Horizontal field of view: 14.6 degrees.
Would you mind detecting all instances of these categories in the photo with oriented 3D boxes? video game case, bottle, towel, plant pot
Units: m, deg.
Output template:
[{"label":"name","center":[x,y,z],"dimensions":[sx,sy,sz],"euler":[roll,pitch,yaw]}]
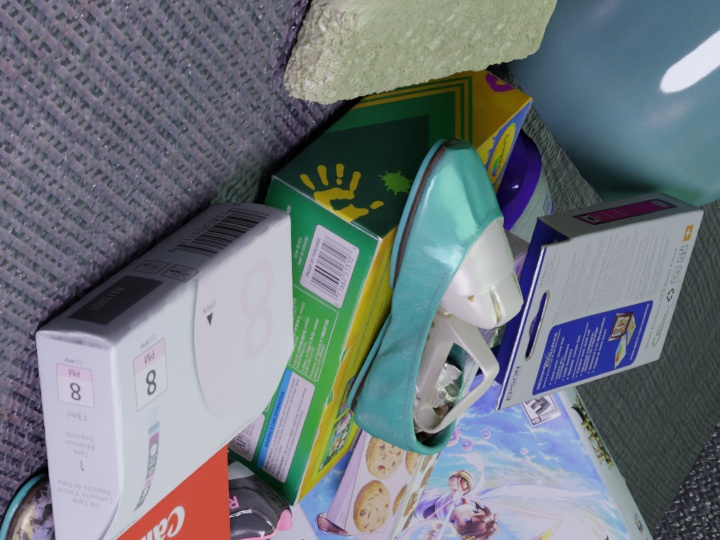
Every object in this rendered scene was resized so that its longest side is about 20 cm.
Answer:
[{"label":"video game case","center":[0.057,0.154,1.627],"dimensions":[0.199,0.182,0.045],"euler":[-24,-165,17]},{"label":"bottle","center":[0.071,-0.049,1.677],"dimensions":[0.084,0.065,0.200],"euler":[-58,165,-8]},{"label":"towel","center":[0.049,-0.156,1.380],"dimensions":[0.199,0.036,0.149],"euler":[-20,142,-44]},{"label":"plant pot","center":[0.181,-0.127,1.655],"dimensions":[0.161,0.201,0.200],"euler":[-36,168,9]}]

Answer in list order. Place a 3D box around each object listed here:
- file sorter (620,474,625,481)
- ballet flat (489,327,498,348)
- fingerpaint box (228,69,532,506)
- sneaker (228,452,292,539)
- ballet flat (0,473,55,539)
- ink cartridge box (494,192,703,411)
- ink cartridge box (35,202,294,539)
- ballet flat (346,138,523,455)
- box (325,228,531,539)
[{"label":"file sorter","center":[0.049,0.173,1.734],"dimensions":[0.200,0.125,0.139],"euler":[-36,-163,20]},{"label":"ballet flat","center":[0.032,0.057,1.761],"dimensions":[0.072,0.071,0.200],"euler":[-64,165,17]},{"label":"fingerpaint box","center":[0.000,0.000,1.520],"dimensions":[0.167,0.073,0.201],"euler":[-43,158,-45]},{"label":"sneaker","center":[-0.101,0.184,1.500],"dimensions":[0.201,0.095,0.079],"euler":[-63,167,18]},{"label":"ballet flat","center":[-0.142,0.175,1.394],"dimensions":[0.072,0.072,0.201],"euler":[-49,161,-36]},{"label":"ink cartridge box","center":[0.122,0.015,1.535],"dimensions":[0.200,0.037,0.095],"euler":[-14,123,-60]},{"label":"ink cartridge box","center":[-0.086,0.088,1.332],"dimensions":[0.162,0.057,0.201],"euler":[-40,130,-53]},{"label":"ballet flat","center":[0.047,0.019,1.432],"dimensions":[0.067,0.070,0.201],"euler":[-43,158,-43]},{"label":"box","center":[0.036,0.063,1.536],"dimensions":[0.039,0.041,0.201],"euler":[-35,153,-57]}]
